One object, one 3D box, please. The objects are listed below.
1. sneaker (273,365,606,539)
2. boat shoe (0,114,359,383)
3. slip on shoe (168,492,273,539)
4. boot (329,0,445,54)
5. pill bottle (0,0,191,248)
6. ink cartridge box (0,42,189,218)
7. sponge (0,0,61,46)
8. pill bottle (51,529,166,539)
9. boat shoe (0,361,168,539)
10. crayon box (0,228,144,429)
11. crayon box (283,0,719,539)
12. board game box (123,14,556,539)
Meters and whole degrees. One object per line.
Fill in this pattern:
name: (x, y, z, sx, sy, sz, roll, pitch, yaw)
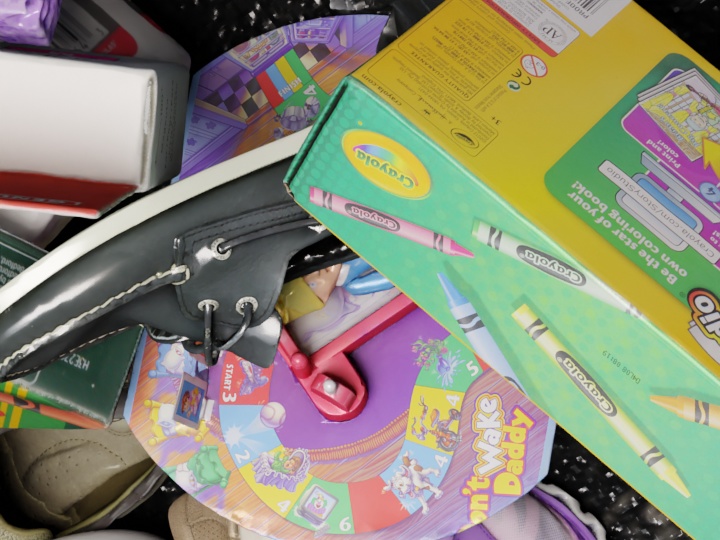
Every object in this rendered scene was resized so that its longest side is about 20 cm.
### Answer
sneaker: (0.029, 0.098, 0.897, 0.080, 0.089, 0.200, -35, 99, 24)
boat shoe: (-0.037, -0.001, 0.780, 0.066, 0.199, 0.074, 60, 157, 5)
slip on shoe: (-0.016, 0.168, 0.941, 0.060, 0.076, 0.201, -15, 112, 26)
boot: (0.034, -0.162, 0.776, 0.163, 0.073, 0.198, 46, 137, -8)
pill bottle: (-0.170, -0.102, 0.864, 0.200, 0.111, 0.111, 42, 116, -2)
ink cartridge box: (-0.162, -0.054, 0.725, 0.199, 0.174, 0.044, 6, 95, 2)
sponge: (-0.138, -0.173, 0.799, 0.111, 0.030, 0.201, 6, 67, 13)
pill bottle: (-0.092, 0.212, 0.915, 0.109, 0.109, 0.201, -37, 58, 25)
boat shoe: (-0.142, 0.087, 0.955, 0.200, 0.065, 0.073, -35, 99, 26)
crayon box: (-0.184, 0.014, 0.865, 0.127, 0.051, 0.200, 28, 162, -31)
crayon box: (0.090, -0.007, 0.728, 0.200, 0.119, 0.058, 41, 136, 8)
board game box: (0.000, 0.000, 0.837, 0.157, 0.039, 0.201, 10, 81, 7)
